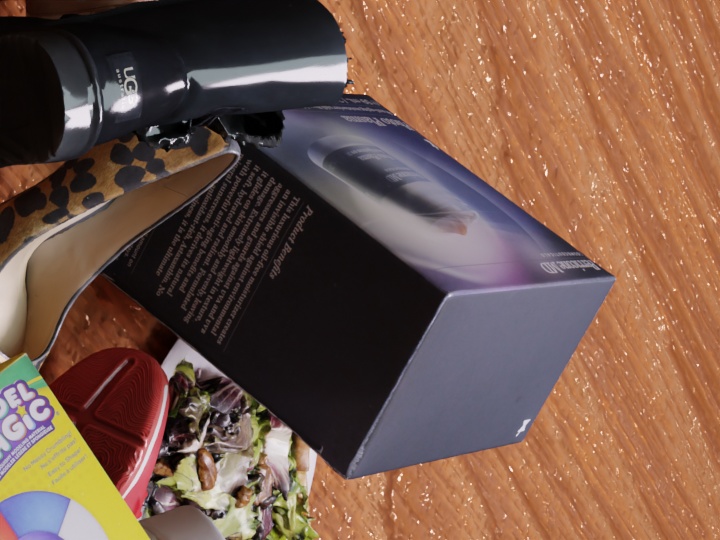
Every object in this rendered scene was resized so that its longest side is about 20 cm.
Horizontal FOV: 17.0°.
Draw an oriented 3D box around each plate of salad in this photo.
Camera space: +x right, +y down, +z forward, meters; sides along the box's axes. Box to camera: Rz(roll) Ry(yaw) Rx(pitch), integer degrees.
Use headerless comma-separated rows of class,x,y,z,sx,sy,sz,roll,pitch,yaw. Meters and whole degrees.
plate of salad,-0.070,0.115,1.404,0.200,0.048,0.201,-26,121,-54

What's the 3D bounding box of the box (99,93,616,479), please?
box,0.000,0.000,1.311,0.200,0.198,0.124,-5,129,-59

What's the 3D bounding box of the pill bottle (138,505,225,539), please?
pill bottle,-0.155,0.188,1.141,0.199,0.113,0.114,-19,119,-24

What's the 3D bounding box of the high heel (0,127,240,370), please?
high heel,-0.134,0.005,1.169,0.071,0.142,0.201,12,88,-60

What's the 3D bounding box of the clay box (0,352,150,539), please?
clay box,-0.155,0.129,1.050,0.115,0.048,0.200,-39,101,-36

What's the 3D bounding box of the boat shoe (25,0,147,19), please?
boat shoe,-0.082,-0.149,1.178,0.200,0.076,0.072,-34,125,-36

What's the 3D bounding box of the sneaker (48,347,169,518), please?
sneaker,-0.147,0.143,1.275,0.201,0.078,0.116,-61,155,-9

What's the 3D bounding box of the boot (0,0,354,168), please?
boot,-0.121,-0.085,1.077,0.168,0.200,0.077,-12,100,-43
